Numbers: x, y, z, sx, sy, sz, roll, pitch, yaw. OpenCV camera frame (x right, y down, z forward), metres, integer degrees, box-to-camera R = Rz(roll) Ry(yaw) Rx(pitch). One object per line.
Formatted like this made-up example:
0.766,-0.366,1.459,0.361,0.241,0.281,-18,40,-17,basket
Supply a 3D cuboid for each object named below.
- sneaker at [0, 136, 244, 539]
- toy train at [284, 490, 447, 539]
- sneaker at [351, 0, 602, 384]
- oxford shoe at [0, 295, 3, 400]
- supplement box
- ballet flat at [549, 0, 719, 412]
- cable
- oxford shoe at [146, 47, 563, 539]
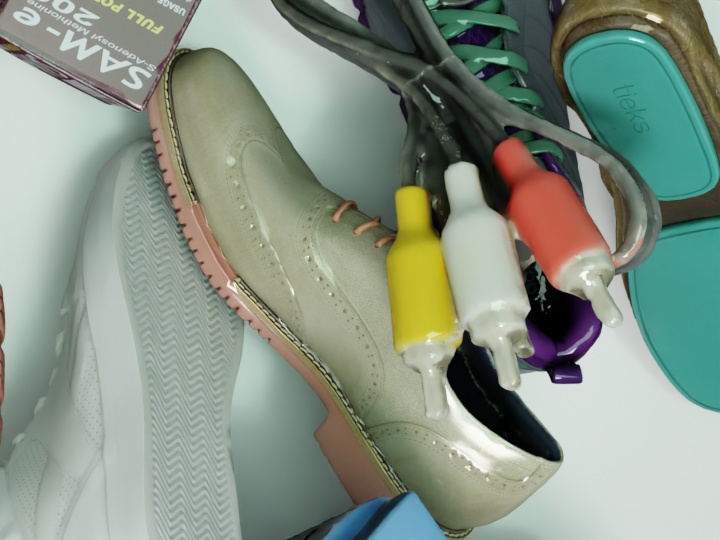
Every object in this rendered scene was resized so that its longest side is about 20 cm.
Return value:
-0.101,0.051,0.985,0.115,0.201,0.074,-29,132,27,sneaker
-0.032,0.157,0.980,0.200,0.087,0.115,-28,98,36,toy train
0.050,-0.059,1.018,0.074,0.088,0.201,-17,99,-9,sneaker
-0.156,-0.017,0.931,0.073,0.071,0.201,-9,78,-11,oxford shoe
-0.057,-0.155,0.977,0.061,0.109,0.201,27,89,-11,supplement box
0.116,-0.038,1.033,0.068,0.073,0.200,-9,133,23,ballet flat
0.030,-0.054,0.965,0.097,0.050,0.201,-27,72,9,cable
0.000,0.000,1.007,0.074,0.071,0.200,-31,97,29,oxford shoe
